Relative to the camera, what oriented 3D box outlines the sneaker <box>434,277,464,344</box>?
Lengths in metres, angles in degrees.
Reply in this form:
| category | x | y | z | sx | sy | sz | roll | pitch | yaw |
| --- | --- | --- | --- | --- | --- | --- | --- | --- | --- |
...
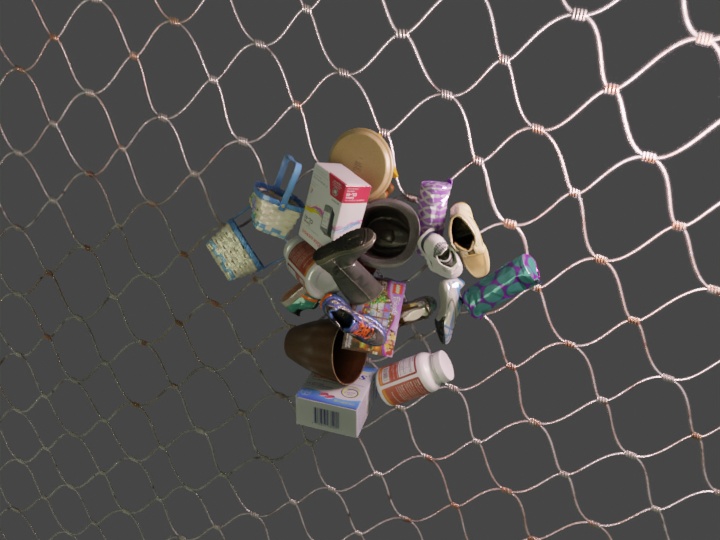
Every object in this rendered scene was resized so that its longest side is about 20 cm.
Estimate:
| category | x | y | z | sx | sy | sz | roll | pitch | yaw |
| --- | --- | --- | --- | --- | --- | --- | --- | --- | --- |
| sneaker | 0.239 | 0.111 | 1.628 | 0.072 | 0.072 | 0.201 | -5 | 119 | -13 |

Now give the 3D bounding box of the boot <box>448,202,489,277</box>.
| category | x | y | z | sx | sy | sz | roll | pitch | yaw |
| --- | --- | --- | --- | --- | --- | --- | --- | --- | --- |
| boot | 0.266 | -0.058 | 1.503 | 0.072 | 0.156 | 0.201 | -15 | 103 | 15 |

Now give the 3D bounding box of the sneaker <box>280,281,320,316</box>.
| category | x | y | z | sx | sy | sz | roll | pitch | yaw |
| --- | --- | --- | --- | --- | --- | --- | --- | --- | --- |
| sneaker | -0.128 | 0.057 | 1.732 | 0.199 | 0.072 | 0.080 | -33 | 116 | 20 |

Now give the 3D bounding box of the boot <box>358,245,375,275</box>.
| category | x | y | z | sx | sy | sz | roll | pitch | yaw |
| --- | --- | --- | --- | --- | --- | --- | --- | --- | --- |
| boot | 0.017 | -0.002 | 1.657 | 0.106 | 0.075 | 0.201 | -7 | 105 | 15 |

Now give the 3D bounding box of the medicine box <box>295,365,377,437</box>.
| category | x | y | z | sx | sy | sz | roll | pitch | yaw |
| --- | --- | --- | --- | --- | --- | --- | --- | --- | --- |
| medicine box | -0.064 | 0.355 | 1.737 | 0.181 | 0.200 | 0.104 | 9 | 117 | 15 |

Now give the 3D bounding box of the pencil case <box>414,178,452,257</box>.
| category | x | y | z | sx | sy | sz | roll | pitch | yaw |
| --- | --- | --- | --- | --- | --- | --- | --- | --- | --- |
| pencil case | 0.186 | -0.128 | 1.550 | 0.085 | 0.084 | 0.201 | -6 | 114 | -20 |

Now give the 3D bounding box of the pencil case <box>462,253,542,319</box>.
| category | x | y | z | sx | sy | sz | roll | pitch | yaw |
| --- | --- | --- | --- | --- | --- | --- | --- | --- | --- |
| pencil case | 0.357 | 0.044 | 1.551 | 0.199 | 0.085 | 0.092 | -34 | 120 | 26 |

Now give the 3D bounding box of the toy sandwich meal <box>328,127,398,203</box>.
| category | x | y | z | sx | sy | sz | roll | pitch | yaw |
| --- | --- | --- | --- | --- | --- | --- | --- | --- | --- |
| toy sandwich meal | 0.011 | -0.263 | 1.569 | 0.204 | 0.070 | 0.207 | 7 | 105 | 26 |

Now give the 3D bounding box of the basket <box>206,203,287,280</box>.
| category | x | y | z | sx | sy | sz | roll | pitch | yaw |
| --- | --- | --- | --- | --- | --- | --- | --- | --- | --- |
| basket | -0.313 | -0.077 | 1.704 | 0.199 | 0.139 | 0.177 | -29 | 96 | -2 |

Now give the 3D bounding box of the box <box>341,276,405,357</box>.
| category | x | y | z | sx | sy | sz | roll | pitch | yaw |
| --- | --- | --- | --- | --- | --- | --- | --- | --- | --- |
| box | 0.035 | 0.118 | 1.618 | 0.136 | 0.039 | 0.202 | 10 | 92 | -3 |

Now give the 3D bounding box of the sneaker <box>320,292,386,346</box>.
| category | x | y | z | sx | sy | sz | roll | pitch | yaw |
| --- | --- | --- | --- | --- | --- | --- | --- | --- | --- |
| sneaker | -0.018 | 0.138 | 1.546 | 0.199 | 0.079 | 0.076 | 32 | 104 | -16 |

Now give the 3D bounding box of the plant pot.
| category | x | y | z | sx | sy | sz | roll | pitch | yaw |
| --- | --- | --- | --- | --- | --- | --- | --- | --- | --- |
| plant pot | -0.109 | 0.215 | 1.731 | 0.199 | 0.187 | 0.188 | 3 | 111 | 32 |

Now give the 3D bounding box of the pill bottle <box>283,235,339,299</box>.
| category | x | y | z | sx | sy | sz | roll | pitch | yaw |
| --- | --- | --- | --- | --- | --- | --- | --- | --- | --- |
| pill bottle | -0.128 | -0.016 | 1.621 | 0.111 | 0.200 | 0.113 | -13 | 121 | -24 |

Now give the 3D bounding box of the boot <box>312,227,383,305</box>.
| category | x | y | z | sx | sy | sz | roll | pitch | yaw |
| --- | --- | --- | --- | --- | --- | --- | --- | --- | --- |
| boot | 0.001 | -0.002 | 1.491 | 0.181 | 0.073 | 0.200 | -19 | 130 | 27 |

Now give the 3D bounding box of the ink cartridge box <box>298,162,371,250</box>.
| category | x | y | z | sx | sy | sz | roll | pitch | yaw |
| --- | --- | --- | --- | --- | --- | --- | --- | --- | --- |
| ink cartridge box | -0.067 | -0.148 | 1.526 | 0.147 | 0.085 | 0.201 | 40 | 123 | 41 |

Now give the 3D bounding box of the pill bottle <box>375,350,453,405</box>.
| category | x | y | z | sx | sy | sz | roll | pitch | yaw |
| --- | --- | --- | --- | --- | --- | --- | --- | --- | --- |
| pill bottle | 0.151 | 0.293 | 1.694 | 0.199 | 0.112 | 0.113 | -24 | 100 | 24 |

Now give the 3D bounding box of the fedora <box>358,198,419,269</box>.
| category | x | y | z | sx | sy | sz | roll | pitch | yaw |
| --- | --- | --- | --- | --- | --- | --- | --- | --- | --- |
| fedora | 0.071 | -0.089 | 1.555 | 0.199 | 0.090 | 0.178 | 3 | 87 | 25 |

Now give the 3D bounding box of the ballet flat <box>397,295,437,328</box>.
| category | x | y | z | sx | sy | sz | roll | pitch | yaw |
| --- | --- | --- | --- | --- | --- | --- | --- | --- | --- |
| ballet flat | 0.112 | 0.123 | 1.670 | 0.199 | 0.072 | 0.072 | -22 | 101 | 24 |

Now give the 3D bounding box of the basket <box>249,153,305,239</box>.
| category | x | y | z | sx | sy | sz | roll | pitch | yaw |
| --- | --- | --- | --- | --- | --- | --- | --- | --- | --- |
| basket | -0.208 | -0.196 | 1.590 | 0.138 | 0.176 | 0.201 | 23 | 100 | -20 |

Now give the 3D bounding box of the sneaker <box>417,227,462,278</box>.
| category | x | y | z | sx | sy | sz | roll | pitch | yaw |
| --- | --- | --- | --- | --- | --- | --- | --- | --- | --- |
| sneaker | 0.210 | -0.023 | 1.509 | 0.077 | 0.200 | 0.080 | -51 | 51 | 1 |
